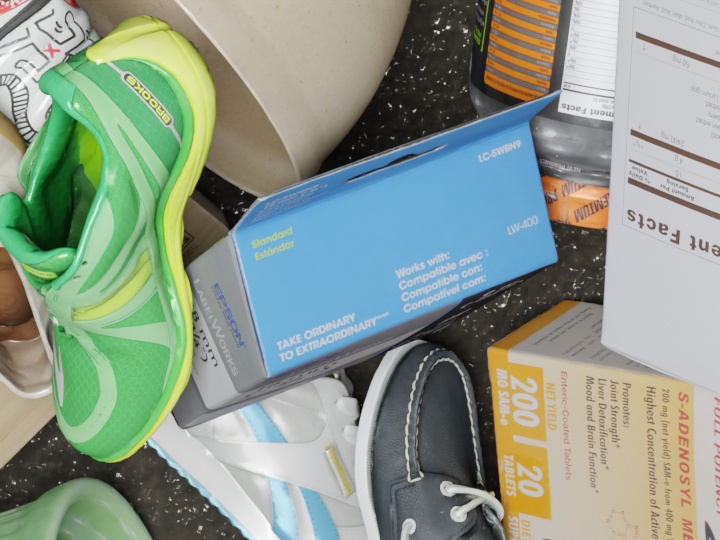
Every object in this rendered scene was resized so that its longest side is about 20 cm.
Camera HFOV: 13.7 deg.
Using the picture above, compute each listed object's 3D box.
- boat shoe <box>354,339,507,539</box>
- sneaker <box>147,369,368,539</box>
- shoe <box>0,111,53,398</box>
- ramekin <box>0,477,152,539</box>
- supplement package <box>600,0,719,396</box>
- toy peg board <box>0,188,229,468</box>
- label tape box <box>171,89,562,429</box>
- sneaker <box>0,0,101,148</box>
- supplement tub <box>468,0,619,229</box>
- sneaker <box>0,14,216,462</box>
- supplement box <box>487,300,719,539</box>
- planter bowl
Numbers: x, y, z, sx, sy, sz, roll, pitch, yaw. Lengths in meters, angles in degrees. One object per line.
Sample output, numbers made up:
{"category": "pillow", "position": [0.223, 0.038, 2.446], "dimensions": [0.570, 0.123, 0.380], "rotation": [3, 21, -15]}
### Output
{"category": "boat shoe", "position": [0.039, 0.129, 1.355], "dimensions": [0.060, 0.076, 0.200], "rotation": [-6, 81, 42]}
{"category": "sneaker", "position": [-0.024, 0.089, 1.387], "dimensions": [0.081, 0.077, 0.200], "rotation": [-45, 107, 6]}
{"category": "shoe", "position": [-0.159, -0.011, 1.231], "dimensions": [0.070, 0.053, 0.200], "rotation": [-14, 150, 5]}
{"category": "ramekin", "position": [-0.147, 0.202, 1.367], "dimensions": [0.098, 0.200, 0.200], "rotation": [-14, 109, 13]}
{"category": "supplement package", "position": [0.182, -0.057, 1.204], "dimensions": [0.120, 0.121, 0.200], "rotation": [24, 125, 39]}
{"category": "toy peg board", "position": [-0.201, -0.027, 1.351], "dimensions": [0.200, 0.098, 0.199], "rotation": [-44, 119, 14]}
{"category": "label tape box", "position": [0.000, 0.000, 1.264], "dimensions": [0.144, 0.200, 0.063], "rotation": [-21, 85, -22]}
{"category": "sneaker", "position": [-0.202, -0.064, 1.234], "dimensions": [0.201, 0.067, 0.108], "rotation": [-37, 117, 7]}
{"category": "supplement tub", "position": [0.112, -0.126, 1.283], "dimensions": [0.122, 0.123, 0.200], "rotation": [7, 110, -1]}
{"category": "sneaker", "position": [-0.112, -0.010, 1.210], "dimensions": [0.083, 0.074, 0.200], "rotation": [-18, 130, -34]}
{"category": "supplement box", "position": [0.160, 0.094, 1.334], "dimensions": [0.200, 0.073, 0.126], "rotation": [8, 113, 34]}
{"category": "planter bowl", "position": [-0.053, -0.145, 1.258], "dimensions": [0.135, 0.200, 0.200], "rotation": [-46, 104, -13]}
